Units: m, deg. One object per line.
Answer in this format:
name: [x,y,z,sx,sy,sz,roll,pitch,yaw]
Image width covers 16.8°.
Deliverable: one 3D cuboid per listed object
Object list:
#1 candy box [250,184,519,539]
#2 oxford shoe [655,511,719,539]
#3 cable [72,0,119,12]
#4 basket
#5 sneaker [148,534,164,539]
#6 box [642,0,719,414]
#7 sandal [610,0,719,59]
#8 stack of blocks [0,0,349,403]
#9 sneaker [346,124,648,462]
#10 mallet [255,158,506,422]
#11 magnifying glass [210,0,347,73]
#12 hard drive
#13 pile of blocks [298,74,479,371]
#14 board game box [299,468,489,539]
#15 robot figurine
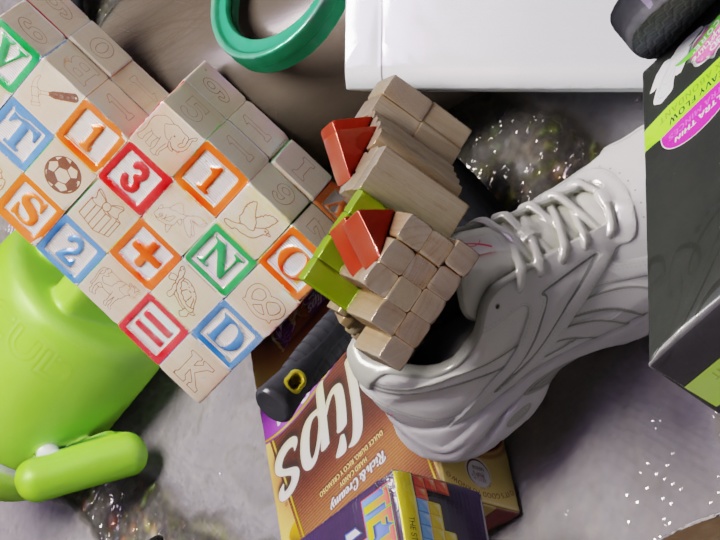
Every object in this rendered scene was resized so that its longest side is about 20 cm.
candy box: [0.005,0.056,1.214,0.117,0.056,0.200,-39,49,35]
oxford shoe: [0.153,0.122,0.926,0.200,0.084,0.073,-22,75,29]
cable: [-0.160,-0.160,1.533,0.163,0.051,0.200,-33,53,46]
basket: [-0.019,-0.119,1.253,0.200,0.136,0.180,-22,16,37]
sneaker: [-0.102,0.211,1.232,0.200,0.118,0.074,-54,42,24]
box: [0.196,-0.035,0.896,0.149,0.124,0.200,-46,21,31]
sandal: [0.166,-0.154,1.011,0.043,0.200,0.076,44,151,11]
stack of blocks: [-0.108,-0.047,1.200,0.115,0.200,0.059,-46,2,31]
sneaker: [0.078,0.001,1.080,0.200,0.099,0.078,-44,53,5]
mallet: [0.000,0.000,1.135,0.066,0.200,0.041,51,133,1]
magnifying glass: [-0.029,-0.188,1.190,0.080,0.022,0.200,-9,59,38]
hard drive: [0.091,-0.147,1.107,0.200,0.027,0.132,2,92,20]
pile of blocks: [0.002,-0.026,1.060,0.082,0.062,0.200,-50,14,20]
board game box: [-0.002,0.214,1.065,0.165,0.057,0.200,-39,45,37]
robot figurine: [-0.187,0.052,1.411,0.200,0.116,0.176,-50,46,27]
